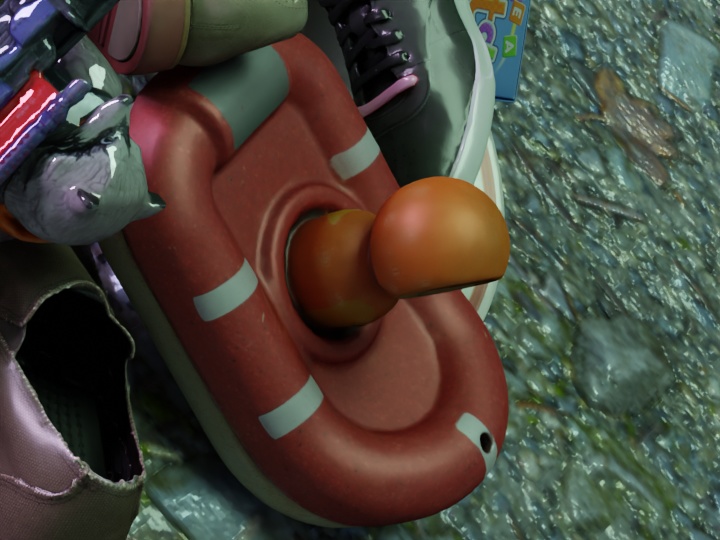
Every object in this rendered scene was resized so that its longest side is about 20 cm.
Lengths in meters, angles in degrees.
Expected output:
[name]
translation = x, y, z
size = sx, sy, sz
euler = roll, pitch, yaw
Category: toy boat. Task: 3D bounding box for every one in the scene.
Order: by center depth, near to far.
[toy boat]
translation = 0.000, 0.000, 1.053
size = 0.131, 0.130, 0.200
euler = -50, 119, -43

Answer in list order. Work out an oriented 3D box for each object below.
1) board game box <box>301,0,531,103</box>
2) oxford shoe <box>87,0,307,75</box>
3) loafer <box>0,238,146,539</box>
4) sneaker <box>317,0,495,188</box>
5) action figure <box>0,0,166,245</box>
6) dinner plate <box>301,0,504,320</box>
[board game box]
translation = 0.006, -0.160, 1.252
size = 0.200, 0.037, 0.152
euler = 5, 95, -45
[oxford shoe]
translation = -0.079, -0.130, 1.071
size = 0.075, 0.071, 0.200
euler = -2, 35, -22
[loafer]
translation = -0.109, 0.020, 1.001
size = 0.073, 0.071, 0.201
euler = 13, 48, -41
[sneaker]
translation = -0.003, -0.110, 1.151
size = 0.099, 0.071, 0.201
euler = 21, 55, -38
[action figure]
translation = -0.119, -0.089, 0.983
size = 0.194, 0.200, 0.105
euler = 55, 6, 31
[dinner plate]
translation = -0.013, -0.048, 1.179
size = 0.200, 0.024, 0.201
euler = 21, 61, -42
